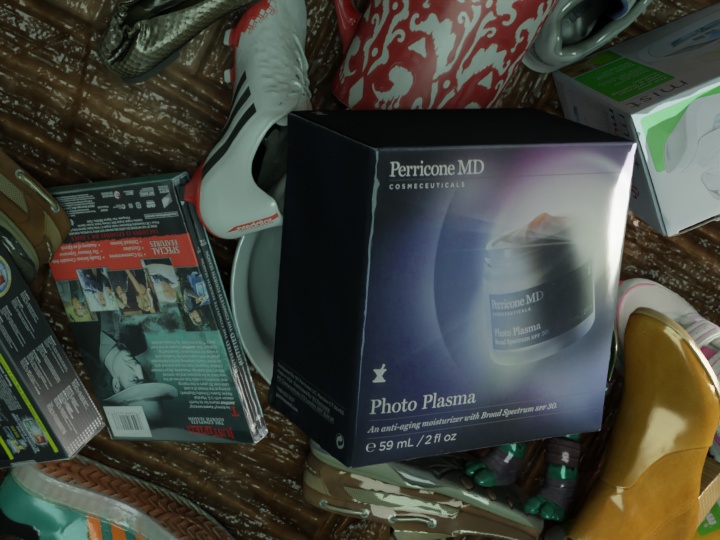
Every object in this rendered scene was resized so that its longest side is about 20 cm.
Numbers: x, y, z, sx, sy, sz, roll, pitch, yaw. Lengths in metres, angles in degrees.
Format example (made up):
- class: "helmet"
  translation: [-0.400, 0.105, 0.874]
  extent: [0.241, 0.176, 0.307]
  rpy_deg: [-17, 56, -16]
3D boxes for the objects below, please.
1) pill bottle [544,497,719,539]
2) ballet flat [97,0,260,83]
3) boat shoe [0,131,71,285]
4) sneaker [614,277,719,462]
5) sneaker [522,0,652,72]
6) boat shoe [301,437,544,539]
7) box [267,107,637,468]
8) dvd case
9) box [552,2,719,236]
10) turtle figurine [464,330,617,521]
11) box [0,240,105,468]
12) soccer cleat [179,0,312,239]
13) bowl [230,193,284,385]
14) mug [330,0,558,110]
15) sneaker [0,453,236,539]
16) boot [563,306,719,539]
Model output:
- class: "pill bottle"
  translation: [0.259, 0.226, 1.103]
  extent: [0.198, 0.111, 0.112]
  rpy_deg: [-21, 108, -3]
- class: "ballet flat"
  translation: [-0.102, -0.205, 0.943]
  extent: [0.199, 0.068, 0.046]
  rpy_deg: [-36, 140, 7]
- class: "boat shoe"
  translation: [-0.283, -0.077, 0.951]
  extent: [0.200, 0.076, 0.074]
  rpy_deg: [49, 53, -5]
- class: "sneaker"
  translation: [0.270, 0.078, 1.049]
  extent: [0.200, 0.088, 0.081]
  rpy_deg: [44, 73, 6]
- class: "sneaker"
  translation: [0.197, -0.215, 0.979]
  extent: [0.074, 0.087, 0.200]
  rpy_deg: [40, 95, -16]
- class: "boat shoe"
  translation: [0.046, 0.179, 1.079]
  extent: [0.198, 0.076, 0.072]
  rpy_deg: [20, 106, -5]
- class: "box"
  translation: [0.057, 0.003, 0.880]
  extent: [0.198, 0.123, 0.200]
  rpy_deg: [-5, 107, -29]
- class: "dvd case"
  translation: [-0.154, 0.031, 0.982]
  extent: [0.145, 0.022, 0.202]
  rpy_deg: [-4, 110, 34]
- class: "box"
  translation: [0.262, -0.120, 0.971]
  extent: [0.198, 0.177, 0.097]
  rpy_deg: [-22, 109, -2]
- class: "turtle figurine"
  translation: [0.145, 0.075, 1.027]
  extent: [0.100, 0.150, 0.202]
  rpy_deg: [9, 100, -25]
- class: "box"
  translation: [-0.288, 0.046, 0.949]
  extent: [0.159, 0.044, 0.201]
  rpy_deg: [-13, 112, 36]
- class: "soccer cleat"
  translation: [-0.058, -0.112, 0.931]
  extent: [0.069, 0.085, 0.202]
  rpy_deg: [45, 53, -46]
- class: "bowl"
  translation: [0.000, 0.000, 1.006]
  extent: [0.199, 0.090, 0.203]
  rpy_deg: [-2, 106, -8]
- class: "mug"
  translation: [0.058, -0.200, 0.960]
  extent: [0.133, 0.177, 0.201]
  rpy_deg: [9, 113, -50]
- class: "sneaker"
  translation: [-0.185, 0.207, 1.050]
  extent: [0.199, 0.071, 0.080]
  rpy_deg: [27, 104, -11]
- class: "boot"
  translation: [0.197, 0.141, 0.987]
  extent: [0.144, 0.071, 0.202]
  rpy_deg: [-40, 125, -23]
